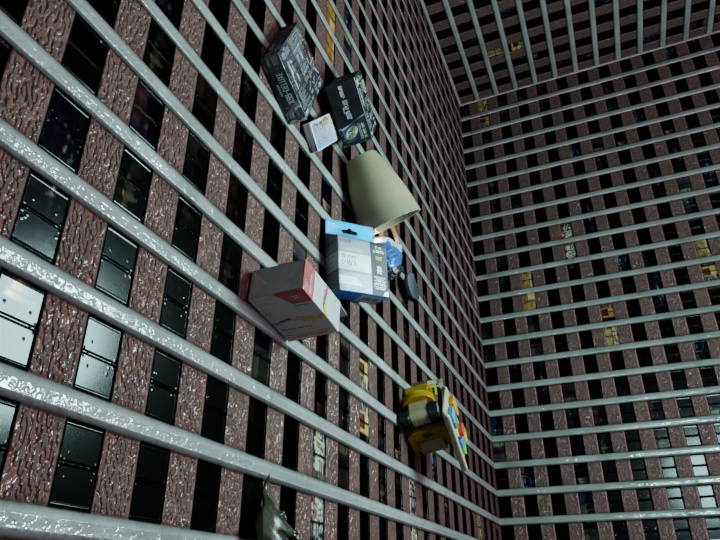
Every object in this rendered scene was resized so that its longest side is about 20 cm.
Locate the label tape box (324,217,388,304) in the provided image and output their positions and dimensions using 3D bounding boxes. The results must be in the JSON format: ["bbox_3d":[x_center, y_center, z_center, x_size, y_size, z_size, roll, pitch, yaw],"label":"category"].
[{"bbox_3d":[-0.010,-0.031,1.490,0.141,0.066,0.204,10,68,-32],"label":"label tape box"}]

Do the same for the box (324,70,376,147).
[{"bbox_3d":[-0.022,-0.444,1.694,0.201,0.084,0.166,-79,153,-66],"label":"box"}]

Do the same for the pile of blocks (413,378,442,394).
[{"bbox_3d":[0.237,0.391,2.032,0.199,0.081,0.063,18,63,-69],"label":"pile of blocks"}]

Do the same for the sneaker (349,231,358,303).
[{"bbox_3d":[0.000,0.000,1.595,0.081,0.069,0.204,57,29,-52],"label":"sneaker"}]

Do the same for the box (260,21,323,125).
[{"bbox_3d":[-0.153,-0.457,1.430,0.202,0.049,0.159,-78,150,-48],"label":"box"}]

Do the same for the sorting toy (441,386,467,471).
[{"bbox_3d":[0.281,0.459,1.823,0.200,0.036,0.188,-65,137,-76],"label":"sorting toy"}]

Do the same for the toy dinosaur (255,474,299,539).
[{"bbox_3d":[-0.137,0.425,0.984,0.103,0.075,0.204,58,30,-59],"label":"toy dinosaur"}]

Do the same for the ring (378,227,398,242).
[{"bbox_3d":[0.087,-0.081,1.953,0.200,0.019,0.205,-10,90,-70],"label":"ring"}]

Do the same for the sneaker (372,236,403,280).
[{"bbox_3d":[0.067,-0.029,1.784,0.199,0.075,0.114,18,66,-64],"label":"sneaker"}]

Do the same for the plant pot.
[{"bbox_3d":[0.042,-0.218,1.701,0.203,0.185,0.187,66,20,2],"label":"plant pot"}]

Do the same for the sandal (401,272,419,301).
[{"bbox_3d":[0.164,0.063,2.072,0.200,0.042,0.078,55,36,-68],"label":"sandal"}]

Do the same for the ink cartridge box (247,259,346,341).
[{"bbox_3d":[-0.112,0.071,1.174,0.201,0.114,0.069,54,30,-49],"label":"ink cartridge box"}]

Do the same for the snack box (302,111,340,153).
[{"bbox_3d":[-0.095,-0.354,1.577,0.200,0.024,0.073,-55,132,-64],"label":"snack box"}]

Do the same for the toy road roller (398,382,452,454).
[{"bbox_3d":[0.190,0.429,1.834,0.147,0.121,0.202,-93,162,-54],"label":"toy road roller"}]
